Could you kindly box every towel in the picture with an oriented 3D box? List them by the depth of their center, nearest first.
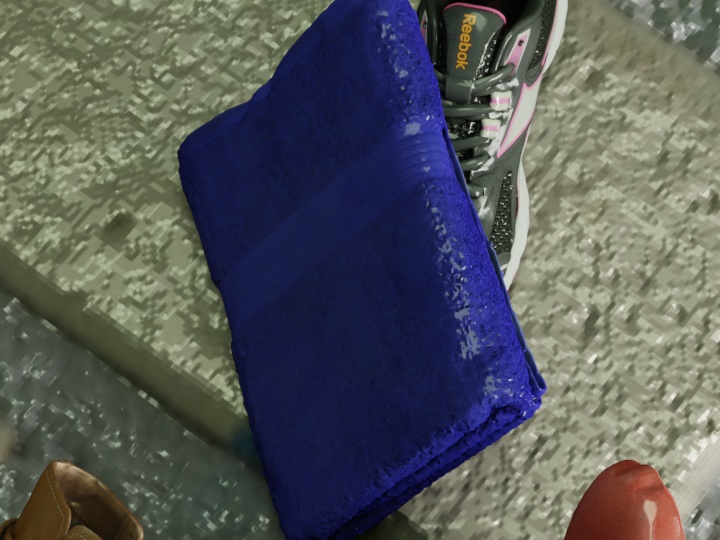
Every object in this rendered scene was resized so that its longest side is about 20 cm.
[{"bbox_3d":[0.000,0.000,1.208,0.049,0.148,0.201,7,56,-40],"label":"towel"}]

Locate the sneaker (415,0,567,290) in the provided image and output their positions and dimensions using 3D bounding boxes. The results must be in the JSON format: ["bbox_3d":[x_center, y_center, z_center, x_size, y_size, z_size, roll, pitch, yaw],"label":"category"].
[{"bbox_3d":[0.040,-0.075,1.259,0.080,0.086,0.201,8,66,6],"label":"sneaker"}]

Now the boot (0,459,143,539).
[{"bbox_3d":[-0.103,0.179,1.093,0.156,0.077,0.200,-55,44,11],"label":"boot"}]

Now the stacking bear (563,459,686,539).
[{"bbox_3d":[0.033,0.164,1.097,0.199,0.114,0.122,-14,59,-28],"label":"stacking bear"}]
